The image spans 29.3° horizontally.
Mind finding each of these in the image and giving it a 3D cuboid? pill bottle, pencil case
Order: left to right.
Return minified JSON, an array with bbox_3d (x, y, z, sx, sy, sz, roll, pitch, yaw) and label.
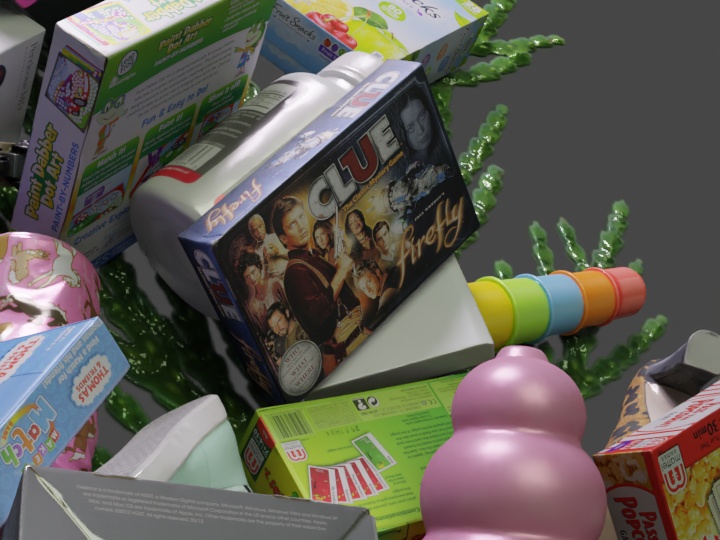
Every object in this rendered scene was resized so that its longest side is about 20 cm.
[{"bbox_3d":[-0.194,0.071,0.780,0.083,0.086,0.201,54,18,-42],"label":"pencil case"},{"bbox_3d":[-0.052,-0.066,0.947,0.111,0.111,0.200,39,60,15],"label":"pill bottle"}]

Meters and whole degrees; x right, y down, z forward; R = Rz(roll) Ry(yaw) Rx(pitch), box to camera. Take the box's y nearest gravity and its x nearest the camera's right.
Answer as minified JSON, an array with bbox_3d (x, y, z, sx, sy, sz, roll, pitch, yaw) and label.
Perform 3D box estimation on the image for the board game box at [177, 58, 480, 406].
[{"bbox_3d":[-0.013,-0.026,0.891,0.035,0.136,0.200,15,50,45],"label":"board game box"}]

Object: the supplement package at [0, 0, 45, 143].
[{"bbox_3d":[-0.312,-0.106,0.882,0.109,0.114,0.200,32,39,9],"label":"supplement package"}]

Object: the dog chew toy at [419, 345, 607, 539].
[{"bbox_3d":[0.085,0.143,0.783,0.124,0.124,0.201,11,73,-20],"label":"dog chew toy"}]

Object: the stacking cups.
[{"bbox_3d":[0.137,0.028,1.051,0.199,0.061,0.061,-6,49,-42],"label":"stacking cups"}]

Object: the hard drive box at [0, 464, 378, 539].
[{"bbox_3d":[-0.095,0.185,0.611,0.155,0.200,0.077,11,41,-19],"label":"hard drive box"}]

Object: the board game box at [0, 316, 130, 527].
[{"bbox_3d":[-0.224,0.095,0.652,0.037,0.199,0.151,60,37,-22],"label":"board game box"}]

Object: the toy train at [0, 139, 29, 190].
[{"bbox_3d":[-0.228,-0.070,0.906,0.046,0.034,0.200,9,7,21],"label":"toy train"}]

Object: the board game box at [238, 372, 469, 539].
[{"bbox_3d":[0.032,0.126,0.876,0.199,0.048,0.102,-7,50,-35],"label":"board game box"}]

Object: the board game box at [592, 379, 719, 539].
[{"bbox_3d":[0.228,0.181,0.844,0.151,0.046,0.201,-20,95,-43],"label":"board game box"}]

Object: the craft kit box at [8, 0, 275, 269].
[{"bbox_3d":[-0.142,-0.101,0.910,0.048,0.198,0.200,35,38,11],"label":"craft kit box"}]

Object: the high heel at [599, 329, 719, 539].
[{"bbox_3d":[0.191,0.146,0.955,0.071,0.143,0.201,27,72,6],"label":"high heel"}]

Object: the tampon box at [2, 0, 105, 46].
[{"bbox_3d":[-0.206,-0.248,1.005,0.126,0.150,0.200,41,-3,17],"label":"tampon box"}]

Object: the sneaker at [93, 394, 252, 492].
[{"bbox_3d":[-0.095,0.148,0.709,0.119,0.074,0.200,64,22,-5],"label":"sneaker"}]

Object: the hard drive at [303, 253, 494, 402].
[{"bbox_3d":[0.000,0.000,0.977,0.131,0.027,0.200,-15,49,-7],"label":"hard drive"}]

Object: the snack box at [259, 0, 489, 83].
[{"bbox_3d":[-0.005,-0.230,1.243,0.168,0.068,0.200,37,37,13],"label":"snack box"}]
